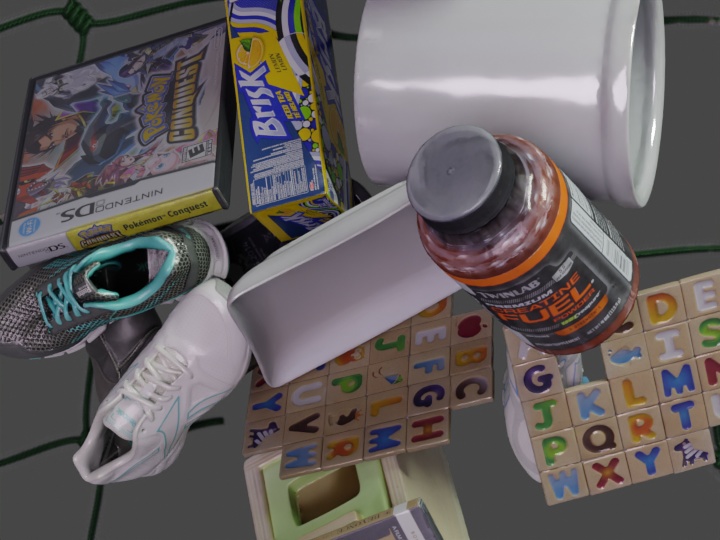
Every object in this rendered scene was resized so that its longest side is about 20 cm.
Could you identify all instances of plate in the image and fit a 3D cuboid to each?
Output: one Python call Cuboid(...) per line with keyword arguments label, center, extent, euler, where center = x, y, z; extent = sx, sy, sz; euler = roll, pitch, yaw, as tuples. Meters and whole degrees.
Cuboid(label="plate", center=(0.000, 0.000, 1.550), extent=(0.200, 0.200, 0.032), euler=(-29, 68, -4))

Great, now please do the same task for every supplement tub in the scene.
Cuboid(label="supplement tub", center=(0.107, -0.024, 1.446), extent=(0.107, 0.200, 0.107), euler=(-15, 59, 26))

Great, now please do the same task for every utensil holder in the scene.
Cuboid(label="utensil holder", center=(0.111, -0.133, 1.538), extent=(0.200, 0.170, 0.170), euler=(3, 98, 15))

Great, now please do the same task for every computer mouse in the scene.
Cuboid(label="computer mouse", center=(-0.063, -0.019, 1.660), extent=(0.200, 0.053, 0.139), euler=(-25, 92, 28))

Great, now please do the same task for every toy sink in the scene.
Cuboid(label="toy sink", center=(0.003, 0.212, 1.584), extent=(0.130, 0.112, 0.200), euler=(-29, 46, 17))

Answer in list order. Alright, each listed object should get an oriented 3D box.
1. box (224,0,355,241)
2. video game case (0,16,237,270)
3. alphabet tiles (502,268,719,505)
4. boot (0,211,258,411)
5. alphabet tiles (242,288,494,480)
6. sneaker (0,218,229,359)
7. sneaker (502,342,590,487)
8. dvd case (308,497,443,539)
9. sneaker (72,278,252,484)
Cuboid(label="box", center=(-0.054, -0.130, 1.592), extent=(0.064, 0.070, 0.200), euler=(-13, 68, 15))
Cuboid(label="video game case", center=(-0.181, -0.100, 1.617), extent=(0.180, 0.200, 0.026), euler=(-15, 134, 16))
Cuboid(label="alphabet tiles", center=(0.219, 0.086, 1.575), extent=(0.200, 0.008, 0.167), euler=(-15, 120, 3))
Cuboid(label="boot", center=(-0.182, 0.014, 1.666), extent=(0.182, 0.073, 0.200), euler=(-19, 91, 32))
Cuboid(label="alphabet tiles", center=(0.006, 0.084, 1.605), extent=(0.200, 0.167, 0.006), euler=(-14, 128, 16))
Cuboid(label="sneaker", center=(-0.202, 0.011, 1.586), extent=(0.200, 0.091, 0.078), euler=(-24, 83, 13))
Cuboid(label="sneaker", center=(0.136, 0.069, 1.599), extent=(0.075, 0.087, 0.200), euler=(-2, 98, 13))
Cuboid(label="dvd case", center=(-0.013, 0.260, 1.524), extent=(0.200, 0.016, 0.149), euler=(-23, 108, 15))
Cuboid(label="sneaker", center=(-0.147, 0.092, 1.578), extent=(0.070, 0.080, 0.200), euler=(42, 121, 17))
